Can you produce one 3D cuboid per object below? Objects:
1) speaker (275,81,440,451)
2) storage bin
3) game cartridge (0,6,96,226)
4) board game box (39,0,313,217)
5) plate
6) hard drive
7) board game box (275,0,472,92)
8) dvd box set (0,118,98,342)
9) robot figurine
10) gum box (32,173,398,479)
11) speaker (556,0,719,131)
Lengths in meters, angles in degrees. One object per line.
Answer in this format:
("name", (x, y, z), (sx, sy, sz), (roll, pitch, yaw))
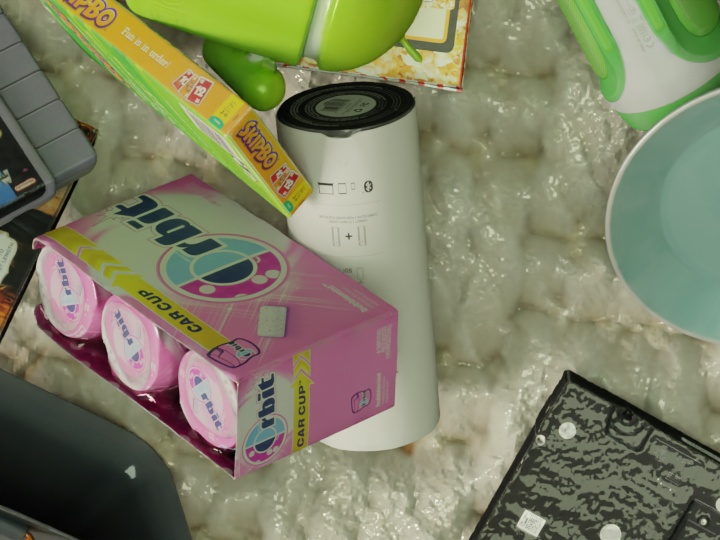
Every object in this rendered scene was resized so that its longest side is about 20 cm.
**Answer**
("speaker", (0.000, 0.000, 1.488), (0.080, 0.081, 0.202), (-4, 113, 4))
("storage bin", (-0.211, 0.159, 1.498), (0.199, 0.146, 0.134), (28, 116, -39))
("game cartridge", (-0.262, -0.065, 1.467), (0.199, 0.038, 0.130), (-30, 73, -23))
("board game box", (-0.113, -0.109, 1.442), (0.200, 0.096, 0.030), (36, 81, 32))
("plate", (0.237, -0.037, 1.486), (0.198, 0.026, 0.201), (0, 131, 0))
("hard drive", (0.134, 0.179, 1.559), (0.139, 0.038, 0.201), (28, 101, -3))
("board game box", (-0.002, -0.212, 1.484), (0.150, 0.046, 0.202), (8, 102, 1))
("dvd box set", (-0.269, -0.059, 1.497), (0.199, 0.029, 0.147), (25, 64, -2))
("robot figurine", (-0.052, -0.177, 1.409), (0.198, 0.116, 0.177), (16, 109, -1))
("gum box", (-0.085, 0.025, 1.448), (0.113, 0.200, 0.067), (-22, 129, -34))
("speaker", (0.138, -0.180, 1.448), (0.088, 0.089, 0.201), (-27, 111, 8))
